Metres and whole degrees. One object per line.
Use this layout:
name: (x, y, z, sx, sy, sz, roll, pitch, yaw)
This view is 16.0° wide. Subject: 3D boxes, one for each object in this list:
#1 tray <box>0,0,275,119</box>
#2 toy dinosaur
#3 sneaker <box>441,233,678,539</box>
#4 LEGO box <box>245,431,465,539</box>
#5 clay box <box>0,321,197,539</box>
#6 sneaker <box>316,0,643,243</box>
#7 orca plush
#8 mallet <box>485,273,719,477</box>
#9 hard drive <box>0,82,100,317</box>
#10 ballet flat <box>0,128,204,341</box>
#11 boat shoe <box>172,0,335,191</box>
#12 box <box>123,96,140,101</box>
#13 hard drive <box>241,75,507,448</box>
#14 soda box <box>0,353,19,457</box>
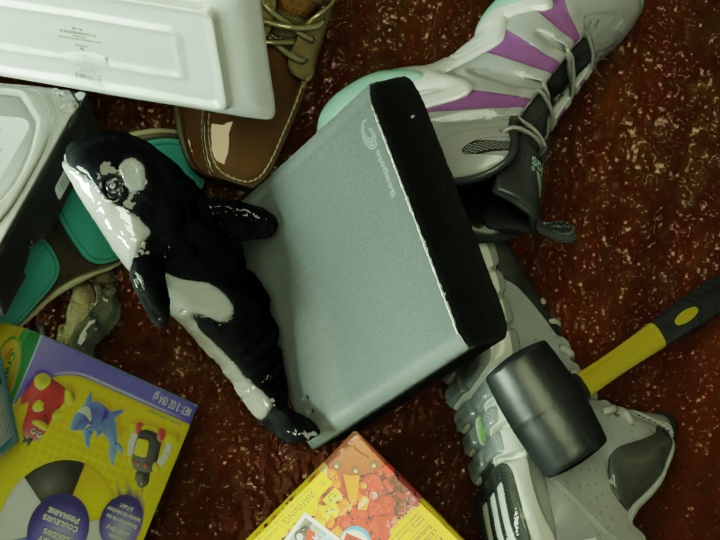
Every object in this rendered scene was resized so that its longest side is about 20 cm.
tray: (-0.145, -0.127, 1.332, 0.199, 0.108, 0.022, 10, 50, 15)
toy dinosaur: (-0.192, 0.084, 1.399, 0.087, 0.047, 0.201, 15, 86, -1)
sneaker: (0.111, 0.066, 1.378, 0.115, 0.075, 0.201, -2, 70, -19)
LEGO box: (-0.019, 0.210, 1.351, 0.149, 0.077, 0.200, 44, 87, 9)
clay box: (-0.175, 0.142, 1.355, 0.047, 0.115, 0.201, 12, 79, 50)
sneaker: (0.089, -0.071, 1.358, 0.199, 0.078, 0.140, -32, 52, -3)
orca plush: (-0.072, 0.000, 1.347, 0.071, 0.105, 0.201, -31, 96, 14)
mallet: (0.145, 0.030, 1.347, 0.200, 0.041, 0.066, -39, 90, -33)
hard drive: (-0.255, -0.046, 1.369, 0.199, 0.038, 0.140, 6, 49, 23)
ballet flat: (-0.174, -0.019, 1.394, 0.200, 0.070, 0.070, -36, 80, -28)
boat shoe: (-0.050, -0.146, 1.397, 0.075, 0.074, 0.202, 14, 82, -22)
box: (-0.113, -0.201, 1.343, 0.048, 0.201, 0.118, 14, 51, 6)
hard drive: (0.000, 0.000, 1.324, 0.033, 0.200, 0.140, -15, 79, -28)
soda box: (-0.277, 0.061, 1.310, 0.199, 0.068, 0.064, 11, 125, 28)
